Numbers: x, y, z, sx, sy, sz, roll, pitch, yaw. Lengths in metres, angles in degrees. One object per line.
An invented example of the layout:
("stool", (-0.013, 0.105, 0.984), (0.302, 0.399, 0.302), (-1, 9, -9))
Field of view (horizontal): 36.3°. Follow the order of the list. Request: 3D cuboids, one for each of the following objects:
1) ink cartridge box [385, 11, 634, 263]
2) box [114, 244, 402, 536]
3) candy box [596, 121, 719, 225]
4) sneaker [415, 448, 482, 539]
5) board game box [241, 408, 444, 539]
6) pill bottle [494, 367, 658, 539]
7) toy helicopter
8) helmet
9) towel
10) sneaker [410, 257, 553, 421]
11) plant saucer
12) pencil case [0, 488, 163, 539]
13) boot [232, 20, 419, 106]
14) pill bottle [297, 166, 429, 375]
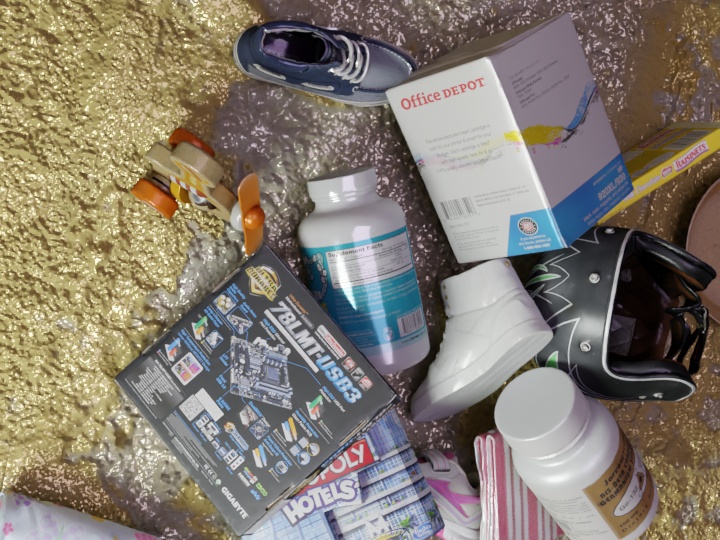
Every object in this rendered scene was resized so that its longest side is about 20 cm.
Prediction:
("ink cartridge box", (0.153, -0.133, 1.113), (0.145, 0.147, 0.201), (-35, 108, -38))
("box", (-0.098, 0.113, 1.049), (0.198, 0.050, 0.200), (-42, 76, -2))
("candy box", (0.309, -0.111, 1.218), (0.200, 0.102, 0.026), (-31, 104, -15))
("sneaker", (0.061, 0.228, 1.176), (0.200, 0.081, 0.088), (27, 84, -29))
("board game box", (-0.048, 0.204, 1.086), (0.199, 0.062, 0.200), (-26, 84, 7))
("pill bottle", (0.223, 0.194, 1.142), (0.114, 0.114, 0.200), (-46, 125, -11))
("toy helicopter", (-0.139, -0.075, 1.000), (0.132, 0.200, 0.079), (36, 82, -3))
("helmet", (0.263, 0.045, 1.165), (0.190, 0.200, 0.201), (18, 89, -10))
("towel", (0.196, 0.230, 1.220), (0.200, 0.030, 0.147), (-10, 100, -45))
("sneaker", (0.109, 0.070, 1.161), (0.074, 0.200, 0.116), (4, 53, -43))
("plant saucer", (0.463, -0.027, 1.320), (0.199, 0.035, 0.201), (-2, 96, -21))
("pencil case", (-0.268, 0.280, 1.049), (0.200, 0.083, 0.091), (26, 64, -20))
("boot", (-0.022, -0.205, 1.090), (0.199, 0.090, 0.073), (2, 94, -21))
("pill bottle", (0.000, 0.000, 1.109), (0.110, 0.111, 0.201), (-15, 100, -19))
